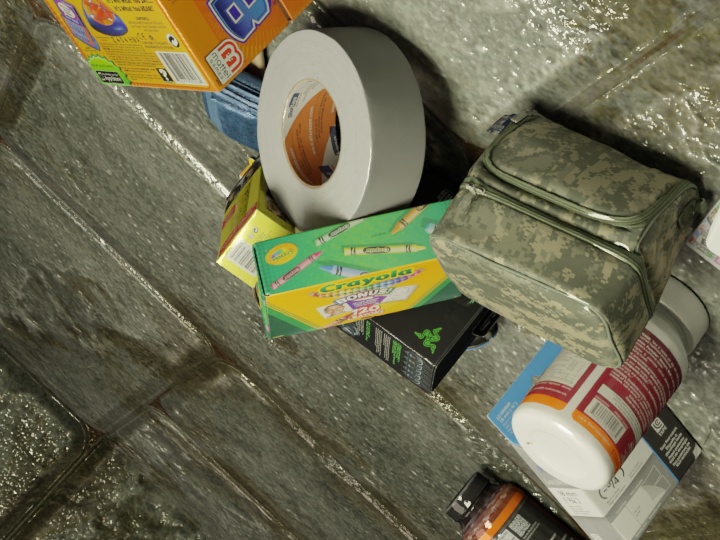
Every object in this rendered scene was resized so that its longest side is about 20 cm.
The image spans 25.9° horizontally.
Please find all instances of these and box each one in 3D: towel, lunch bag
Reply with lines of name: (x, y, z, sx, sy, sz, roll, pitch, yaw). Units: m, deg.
towel: (-0.078, -0.147, 1.689, 0.200, 0.049, 0.112, 26, 159, 12)
lunch bag: (0.181, -0.038, 1.377, 0.200, 0.168, 0.139, 26, 163, 28)

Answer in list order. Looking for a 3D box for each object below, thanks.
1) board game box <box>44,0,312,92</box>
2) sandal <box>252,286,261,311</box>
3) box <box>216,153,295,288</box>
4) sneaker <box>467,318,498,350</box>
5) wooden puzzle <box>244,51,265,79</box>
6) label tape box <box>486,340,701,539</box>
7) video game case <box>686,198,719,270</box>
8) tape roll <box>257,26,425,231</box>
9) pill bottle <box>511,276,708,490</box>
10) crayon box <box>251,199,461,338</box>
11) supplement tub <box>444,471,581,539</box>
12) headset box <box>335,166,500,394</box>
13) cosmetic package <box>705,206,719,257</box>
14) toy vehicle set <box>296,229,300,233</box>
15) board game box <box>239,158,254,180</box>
board game box: (-0.170, -0.304, 1.414, 0.200, 0.200, 0.200, 12, 142, 49)
sandal: (-0.109, 0.019, 1.985, 0.080, 0.057, 0.201, 39, 157, 5)
box: (-0.106, -0.055, 1.623, 0.050, 0.075, 0.200, 35, -163, -14)
sneaker: (0.068, 0.017, 1.757, 0.200, 0.071, 0.083, 41, 163, 8)
wooden puzzle: (-0.181, -0.268, 1.694, 0.185, 0.037, 0.200, 35, 155, 16)
label tape box: (0.250, 0.174, 1.657, 0.200, 0.144, 0.063, 49, 155, -16)
video game case: (0.364, -0.026, 1.303, 0.143, 0.018, 0.200, 39, 156, 8)
tape roll: (-0.022, -0.134, 1.515, 0.200, 0.066, 0.201, 14, 107, 53)
pill bottle: (0.239, 0.100, 1.478, 0.109, 0.200, 0.110, 33, 155, 18)
crayon box: (0.000, 0.000, 1.502, 0.119, 0.199, 0.058, 92, 165, -68)
supplement tub: (0.210, 0.356, 2.075, 0.200, 0.107, 0.107, 40, 156, 6)
headset box: (0.057, 0.003, 1.617, 0.200, 0.174, 0.093, 37, 161, 13)
cosmetic package: (0.373, -0.056, 1.056, 0.200, 0.165, 0.165, 36, 156, 16)
toy vehicle set: (-0.050, -0.024, 1.799, 0.026, 0.124, 0.200, 37, 156, 11)
board game box: (-0.102, -0.056, 1.949, 0.095, 0.030, 0.200, 33, 152, 18)
